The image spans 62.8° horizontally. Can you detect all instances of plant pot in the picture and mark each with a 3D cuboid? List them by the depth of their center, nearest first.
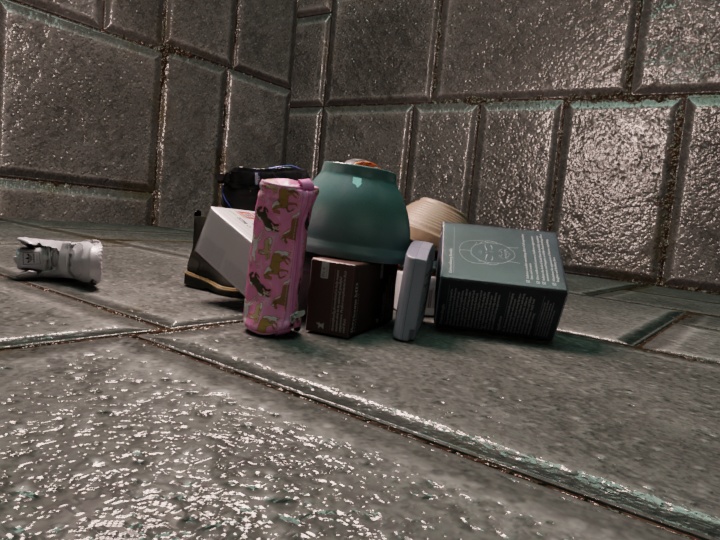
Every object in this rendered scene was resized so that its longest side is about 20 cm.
[{"bbox_3d":[-0.010,-0.094,0.920,0.194,0.138,0.200,9,7,-1],"label":"plant pot"},{"bbox_3d":[0.146,-0.077,1.142,0.197,0.095,0.201,25,-1,0],"label":"plant pot"}]

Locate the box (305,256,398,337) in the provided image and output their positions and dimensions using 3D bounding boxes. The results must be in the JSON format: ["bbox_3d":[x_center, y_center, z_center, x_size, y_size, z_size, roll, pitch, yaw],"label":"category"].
[{"bbox_3d":[-0.007,0.032,0.887,0.073,0.103,0.199,8,6,22],"label":"box"}]

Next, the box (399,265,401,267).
[{"bbox_3d":[0.000,0.000,1.188,0.135,0.038,0.200,-33,11,-5],"label":"box"}]

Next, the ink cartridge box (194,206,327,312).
[{"bbox_3d":[-0.141,-0.016,0.977,0.199,0.085,0.174,37,20,29],"label":"ink cartridge box"}]

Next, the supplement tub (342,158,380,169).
[{"bbox_3d":[-0.021,-0.154,1.200,0.119,0.126,0.199,4,-2,-19],"label":"supplement tub"}]

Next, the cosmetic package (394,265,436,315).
[{"bbox_3d":[0.104,0.035,1.146,0.098,0.073,0.200,5,5,-12],"label":"cosmetic package"}]

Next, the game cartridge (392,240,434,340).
[{"bbox_3d":[0.085,0.023,0.904,0.039,0.137,0.200,14,6,9],"label":"game cartridge"}]

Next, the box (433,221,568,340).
[{"bbox_3d":[0.222,0.014,0.968,0.194,0.109,0.150,7,41,6],"label":"box"}]

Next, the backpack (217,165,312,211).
[{"bbox_3d":[-0.168,-0.110,1.178,0.187,0.204,0.154,-22,-6,-18],"label":"backpack"}]

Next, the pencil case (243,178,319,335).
[{"bbox_3d":[-0.105,-0.020,0.775,0.084,0.206,0.083,7,6,3],"label":"pencil case"}]

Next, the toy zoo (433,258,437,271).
[{"bbox_3d":[0.121,-0.021,1.164,0.128,0.021,0.200,23,1,-10],"label":"toy zoo"}]

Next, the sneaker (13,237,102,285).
[{"bbox_3d":[-0.510,-0.015,0.993,0.113,0.078,0.197,1,2,-40],"label":"sneaker"}]

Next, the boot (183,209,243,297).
[{"bbox_3d":[-0.242,-0.031,1.083,0.195,0.143,0.077,9,6,23],"label":"boot"}]
